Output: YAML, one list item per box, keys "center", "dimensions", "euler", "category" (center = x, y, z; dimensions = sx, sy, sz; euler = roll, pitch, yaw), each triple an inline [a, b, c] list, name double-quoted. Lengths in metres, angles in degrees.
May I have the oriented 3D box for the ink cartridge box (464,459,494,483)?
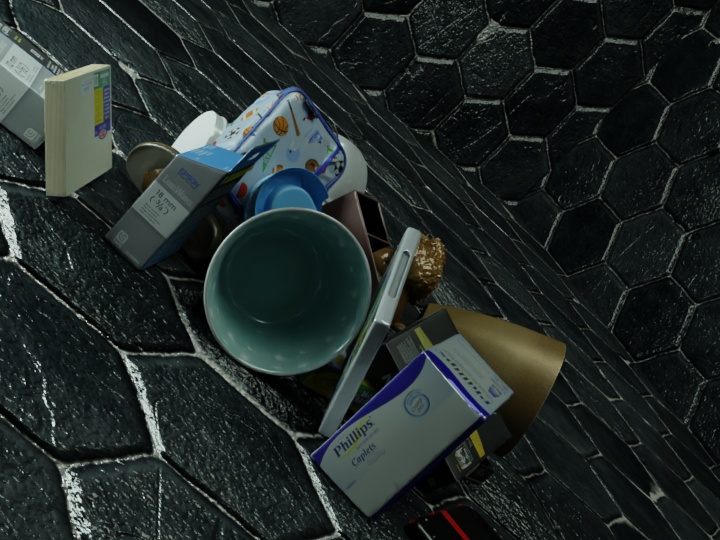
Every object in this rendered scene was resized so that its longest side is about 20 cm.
- center: [0.110, 0.215, 1.823]
  dimensions: [0.095, 0.037, 0.200]
  euler: [29, 18, -49]
  category: "ink cartridge box"

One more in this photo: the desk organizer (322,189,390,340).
- center: [0.000, 0.000, 1.700]
  dimensions: [0.072, 0.077, 0.200]
  euler: [21, 50, -57]
  category: "desk organizer"

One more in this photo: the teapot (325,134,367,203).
- center: [-0.088, -0.128, 2.036]
  dimensions: [0.200, 0.197, 0.146]
  euler: [14, 59, -4]
  category: "teapot"

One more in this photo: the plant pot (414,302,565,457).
- center: [0.160, 0.134, 1.810]
  dimensions: [0.200, 0.187, 0.186]
  euler: [31, 14, 0]
  category: "plant pot"

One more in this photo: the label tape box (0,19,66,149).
- center: [-0.443, -0.250, 1.530]
  dimensions: [0.200, 0.066, 0.143]
  euler: [41, 14, -20]
  category: "label tape box"

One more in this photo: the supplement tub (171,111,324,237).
- center: [-0.165, -0.113, 1.761]
  dimensions: [0.200, 0.145, 0.145]
  euler: [38, 15, -26]
  category: "supplement tub"

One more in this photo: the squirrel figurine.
- center: [0.042, 0.031, 1.830]
  dimensions: [0.142, 0.200, 0.187]
  euler: [67, 6, 21]
  category: "squirrel figurine"

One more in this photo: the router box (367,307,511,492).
- center: [0.101, 0.167, 1.667]
  dimensions: [0.157, 0.052, 0.200]
  euler: [-25, 88, -53]
  category: "router box"

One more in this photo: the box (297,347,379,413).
- center: [-0.013, 0.137, 1.669]
  dimensions: [0.200, 0.048, 0.117]
  euler: [35, 16, -40]
  category: "box"

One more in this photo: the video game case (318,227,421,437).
- center: [0.012, 0.073, 1.502]
  dimensions: [0.022, 0.200, 0.182]
  euler: [24, 40, -2]
  category: "video game case"

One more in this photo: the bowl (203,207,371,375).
- center: [-0.097, 0.015, 1.519]
  dimensions: [0.201, 0.201, 0.105]
  euler: [39, -1, -21]
  category: "bowl"

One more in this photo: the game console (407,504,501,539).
- center: [0.150, 0.366, 1.507]
  dimensions: [0.200, 0.031, 0.177]
  euler: [49, 19, 20]
  category: "game console"

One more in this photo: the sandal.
- center: [-0.245, -0.089, 1.626]
  dimensions: [0.055, 0.082, 0.200]
  euler: [8, 45, -57]
  category: "sandal"

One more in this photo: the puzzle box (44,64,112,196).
- center: [-0.333, -0.170, 1.508]
  dimensions: [0.025, 0.133, 0.200]
  euler: [3, 14, 3]
  category: "puzzle box"

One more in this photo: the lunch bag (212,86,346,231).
- center: [-0.109, -0.136, 1.666]
  dimensions: [0.075, 0.200, 0.160]
  euler: [1, -47, 51]
  category: "lunch bag"

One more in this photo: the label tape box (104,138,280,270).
- center: [-0.197, -0.100, 1.507]
  dimensions: [0.063, 0.200, 0.144]
  euler: [44, 13, -1]
  category: "label tape box"

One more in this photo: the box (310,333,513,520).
- center: [0.066, 0.178, 1.480]
  dimensions: [0.105, 0.184, 0.200]
  euler: [48, 14, 9]
  category: "box"

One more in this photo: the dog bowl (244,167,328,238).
- center: [-0.080, -0.035, 1.614]
  dimensions: [0.050, 0.111, 0.200]
  euler: [6, -56, 55]
  category: "dog bowl"
